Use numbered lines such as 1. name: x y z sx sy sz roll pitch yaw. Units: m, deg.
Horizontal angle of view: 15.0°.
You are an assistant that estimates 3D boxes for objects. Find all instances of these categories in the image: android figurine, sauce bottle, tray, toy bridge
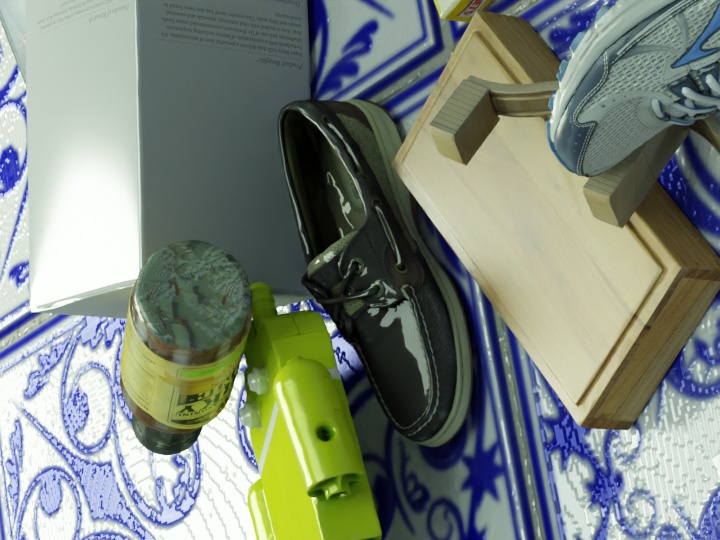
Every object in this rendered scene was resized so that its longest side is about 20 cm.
1. android figurine: -0.029 0.105 1.415 0.182 0.041 0.201 108 148 -64
2. sauce bottle: -0.095 0.048 1.448 0.200 0.064 0.065 108 153 -68
3. tray: 0.092 -0.027 1.325 0.099 0.037 0.200 -60 43 28
4. toy bridge: 0.128 -0.053 1.255 0.200 0.027 0.067 23 66 34

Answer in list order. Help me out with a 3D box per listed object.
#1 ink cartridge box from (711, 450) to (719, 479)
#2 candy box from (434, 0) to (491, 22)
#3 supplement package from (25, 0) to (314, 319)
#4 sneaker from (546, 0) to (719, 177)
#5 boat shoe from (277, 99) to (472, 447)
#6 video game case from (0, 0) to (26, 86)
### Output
1. ink cartridge box: 0.220 0.099 1.119 0.115 0.068 0.201 -46 52 39
2. candy box: 0.047 -0.238 1.413 0.102 0.026 0.201 -42 55 38
3. supplement package: -0.107 -0.078 1.515 0.120 0.121 0.201 -14 75 50
4. sneaker: 0.166 -0.100 1.186 0.200 0.077 0.085 -43 66 22
5. boat shoe: 0.000 0.000 1.414 0.073 0.065 0.201 -43 55 38
6. video game case: -0.192 -0.210 1.724 0.143 0.019 0.200 -51 48 35
